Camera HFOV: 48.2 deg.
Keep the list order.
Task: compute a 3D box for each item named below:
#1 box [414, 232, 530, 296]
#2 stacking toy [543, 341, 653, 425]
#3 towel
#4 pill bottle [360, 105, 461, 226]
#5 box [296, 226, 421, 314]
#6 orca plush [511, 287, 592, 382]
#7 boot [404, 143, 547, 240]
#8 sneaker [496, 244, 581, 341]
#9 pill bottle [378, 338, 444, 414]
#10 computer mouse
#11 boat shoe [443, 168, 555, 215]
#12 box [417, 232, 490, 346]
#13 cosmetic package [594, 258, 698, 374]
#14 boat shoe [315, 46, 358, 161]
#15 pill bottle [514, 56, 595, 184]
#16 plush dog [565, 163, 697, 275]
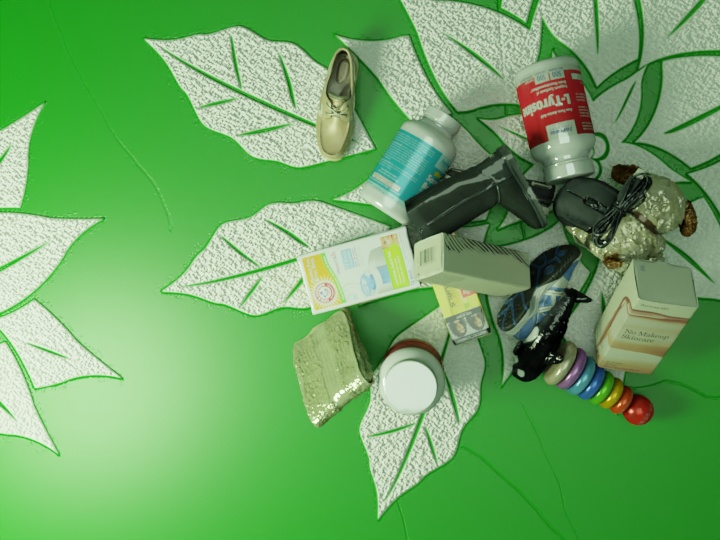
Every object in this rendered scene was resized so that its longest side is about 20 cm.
[{"bbox_3d":[0.192,-0.007,1.376,0.199,0.082,0.069,11,72,-34],"label":"box"},{"bbox_3d":[0.430,0.208,1.422,0.200,0.085,0.086,30,94,-1],"label":"stacking toy"},{"bbox_3d":[-0.054,0.165,1.411,0.148,0.200,0.036,-41,128,17],"label":"towel"},{"bbox_3d":[0.095,-0.187,1.417,0.111,0.111,0.200,33,95,3],"label":"pill bottle"},{"bbox_3d":[0.000,0.000,1.437,0.199,0.101,0.113,-14,90,5],"label":"box"},{"bbox_3d":[0.339,0.129,1.400,0.200,0.105,0.071,-52,52,16],"label":"orca plush"},{"bbox_3d":[0.196,-0.095,1.367,0.200,0.066,0.165,-32,108,7],"label":"boot"},{"bbox_3d":[0.327,0.040,1.436,0.077,0.076,0.200,39,90,-28],"label":"sneaker"},{"bbox_3d":[0.088,0.183,1.379,0.112,0.200,0.113,0,92,5],"label":"pill bottle"},{"bbox_3d":[0.374,-0.116,1.320,0.053,0.200,0.139,36,90,-19],"label":"computer mouse"},{"bbox_3d":[0.247,-0.153,1.425,0.199,0.074,0.061,17,94,1],"label":"boat shoe"},{"bbox_3d":[0.168,0.029,1.449,0.075,0.050,0.201,-19,90,6],"label":"box"},{"bbox_3d":[0.472,0.081,1.346,0.103,0.200,0.087,8,50,1],"label":"cosmetic package"},{"bbox_3d":[-0.043,-0.299,1.448,0.072,0.065,0.201,10,93,4],"label":"boat shoe"},{"bbox_3d":[0.339,-0.254,1.385,0.112,0.112,0.201,-12,85,5],"label":"pill bottle"},{"bbox_3d":[0.465,-0.084,1.357,0.200,0.160,0.172,38,106,4],"label":"plush dog"}]
